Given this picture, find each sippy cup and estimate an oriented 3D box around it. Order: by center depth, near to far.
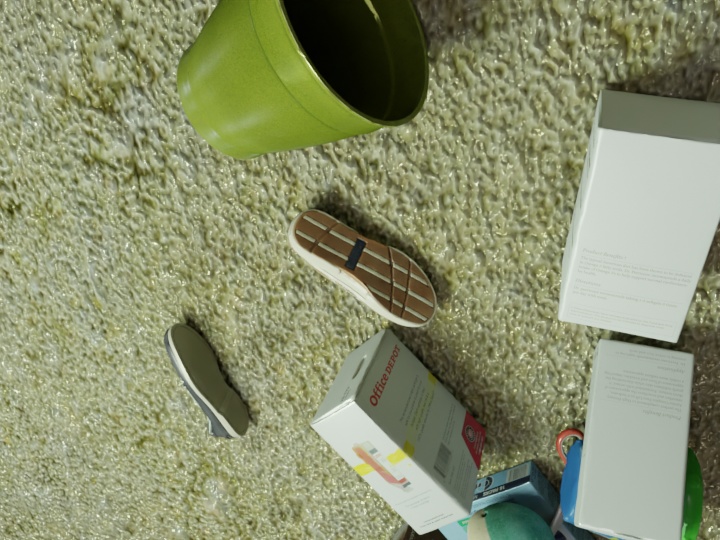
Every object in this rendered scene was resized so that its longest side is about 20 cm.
[{"bbox_3d":[0.308,0.258,0.811,0.129,0.178,0.140,12,138,6],"label":"sippy cup"}]

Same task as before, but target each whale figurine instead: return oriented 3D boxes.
[{"bbox_3d":[0.213,0.387,0.869,0.103,0.159,0.201,-28,92,10],"label":"whale figurine"}]

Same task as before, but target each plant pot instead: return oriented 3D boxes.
[{"bbox_3d":[-0.071,-0.200,0.663,0.192,0.201,0.201,-17,113,39],"label":"plant pot"}]

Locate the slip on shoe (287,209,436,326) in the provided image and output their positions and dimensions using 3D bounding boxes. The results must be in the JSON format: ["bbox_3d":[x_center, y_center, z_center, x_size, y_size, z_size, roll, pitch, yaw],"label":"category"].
[{"bbox_3d":[0.000,0.000,0.823,0.199,0.076,0.061,30,164,-9],"label":"slip on shoe"}]

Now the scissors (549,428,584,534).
[{"bbox_3d":[0.275,0.287,0.886,0.073,0.014,0.201,4,106,-2],"label":"scissors"}]

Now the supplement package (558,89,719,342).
[{"bbox_3d":[0.266,-0.053,0.662,0.116,0.117,0.201,11,123,13],"label":"supplement package"}]

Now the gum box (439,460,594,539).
[{"bbox_3d":[0.222,0.374,0.971,0.169,0.045,0.200,-32,104,31],"label":"gum box"}]

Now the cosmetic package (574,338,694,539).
[{"bbox_3d":[0.292,0.183,0.743,0.101,0.201,0.074,9,163,16],"label":"cosmetic package"}]

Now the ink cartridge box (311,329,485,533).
[{"bbox_3d":[0.053,0.195,0.855,0.083,0.145,0.200,-35,103,33],"label":"ink cartridge box"}]

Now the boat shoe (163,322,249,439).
[{"bbox_3d":[-0.233,0.165,0.989,0.062,0.073,0.201,-16,118,23],"label":"boat shoe"}]

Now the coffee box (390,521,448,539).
[{"bbox_3d":[0.055,0.479,1.048,0.079,0.115,0.201,29,125,1],"label":"coffee box"}]
